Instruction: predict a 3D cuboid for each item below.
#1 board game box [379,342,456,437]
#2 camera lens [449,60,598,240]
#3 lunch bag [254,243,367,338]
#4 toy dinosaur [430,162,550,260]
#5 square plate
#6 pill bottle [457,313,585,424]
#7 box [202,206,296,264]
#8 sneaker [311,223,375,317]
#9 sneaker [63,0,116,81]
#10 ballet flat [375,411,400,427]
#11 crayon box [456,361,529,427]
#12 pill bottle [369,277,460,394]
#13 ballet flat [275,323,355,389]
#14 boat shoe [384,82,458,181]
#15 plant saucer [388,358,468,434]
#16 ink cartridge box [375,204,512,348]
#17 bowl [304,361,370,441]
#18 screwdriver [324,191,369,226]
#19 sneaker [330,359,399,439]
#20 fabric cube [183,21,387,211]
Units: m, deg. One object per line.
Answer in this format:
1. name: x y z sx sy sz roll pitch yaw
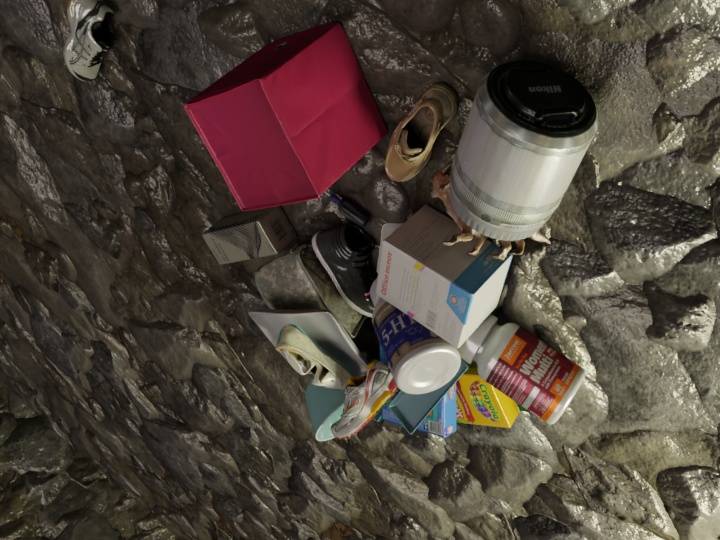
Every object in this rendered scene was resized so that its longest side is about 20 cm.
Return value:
1. board game box: 0.106 0.194 1.504 0.150 0.045 0.204 9 107 39
2. camera lens: 0.210 -0.160 1.067 0.159 0.160 0.201 32 141 14
3. lunch bag: -0.096 0.040 1.565 0.163 0.118 0.201 -21 114 48
4. toy dinosaur: 0.196 -0.093 1.217 0.196 0.138 0.086 8 173 8
5. square plate: -0.089 0.134 1.535 0.197 0.029 0.199 -1 138 35
6. pill bottle: 0.266 0.158 1.351 0.199 0.110 0.110 34 141 13
7. box: -0.225 -0.071 1.619 0.198 0.068 0.083 -10 117 46
8. sneaker: 0.000 0.000 1.478 0.099 0.071 0.201 -24 107 49
9. sneaker: -0.513 -0.432 1.542 0.087 0.076 0.201 35 142 11
10. ballet flat: 0.094 0.241 1.616 0.067 0.068 0.202 20 127 -7
11. crayon box: 0.213 0.227 1.510 0.198 0.051 0.128 -5 121 44
12. pill bottle: 0.085 0.099 1.388 0.121 0.118 0.202 94 161 -45
13. ballet flat: -0.088 0.181 1.515 0.200 0.063 0.067 43 142 -25
14. boat shoe: 0.078 -0.200 1.228 0.071 0.065 0.201 38 142 6
15. plant saucer: 0.123 0.209 1.452 0.070 0.019 0.201 48 127 21
16. ink cartridge box: 0.122 0.000 1.314 0.199 0.125 0.130 34 141 23
17. bowl: -0.038 0.249 1.667 0.105 0.199 0.202 51 146 21
18. screwdriver: -0.068 -0.140 1.439 0.198 0.029 0.028 33 141 6
19. sneaker: 0.002 0.243 1.524 0.082 0.078 0.201 45 120 10
20. fabric cube: -0.114 -0.237 1.259 0.194 0.199 0.202 -2 123 44
